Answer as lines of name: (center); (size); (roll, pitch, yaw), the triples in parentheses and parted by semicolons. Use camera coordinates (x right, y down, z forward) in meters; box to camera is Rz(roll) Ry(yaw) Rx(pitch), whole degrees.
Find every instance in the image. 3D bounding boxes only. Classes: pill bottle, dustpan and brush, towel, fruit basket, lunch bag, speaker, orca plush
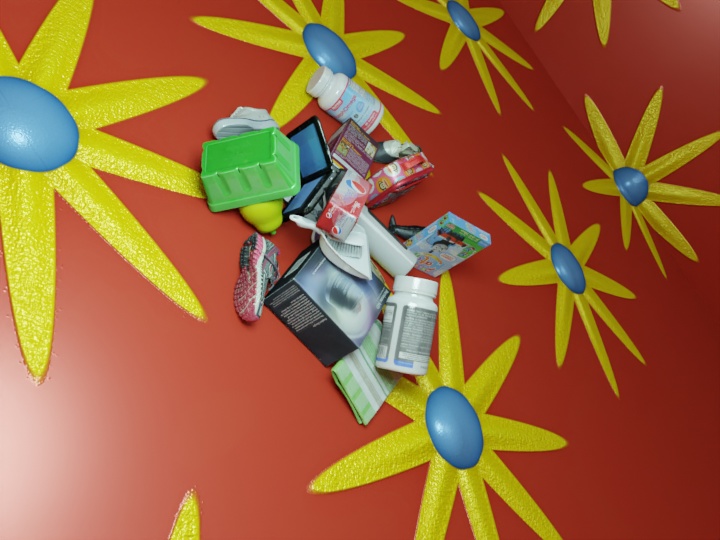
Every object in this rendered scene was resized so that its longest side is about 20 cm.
pill bottle: (0.103, 0.117, 1.424); (0.114, 0.114, 0.201); (15, 83, -38)
dustpan and brush: (-0.059, -0.068, 1.358); (0.199, 0.057, 0.140); (14, 45, -21)
towel: (0.017, 0.216, 1.440); (0.200, 0.031, 0.150); (-44, 110, -48)
fruit basket: (-0.218, -0.180, 1.390); (0.215, 0.215, 0.156); (19, 53, -36)
lunch bag: (0.098, -0.243, 1.729); (0.200, 0.176, 0.082); (-30, 87, -50)
speaker: (0.046, -0.070, 1.638); (0.200, 0.081, 0.081); (44, 41, -14)
orca plush: (0.173, -0.110, 1.781); (0.199, 0.071, 0.105); (24, 27, -13)
pill bottle: (-0.042, -0.456, 1.784); (0.200, 0.109, 0.109); (30, 46, -27)

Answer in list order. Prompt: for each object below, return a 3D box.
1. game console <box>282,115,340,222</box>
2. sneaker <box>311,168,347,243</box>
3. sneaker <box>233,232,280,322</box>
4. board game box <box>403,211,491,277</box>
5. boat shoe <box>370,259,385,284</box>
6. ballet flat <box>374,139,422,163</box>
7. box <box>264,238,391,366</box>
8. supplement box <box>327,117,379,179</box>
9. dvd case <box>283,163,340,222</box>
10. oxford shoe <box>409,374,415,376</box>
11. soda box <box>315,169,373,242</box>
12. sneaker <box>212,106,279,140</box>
game console: (-0.136, -0.208, 1.415); (0.116, 0.200, 0.176); (40, 73, -18)
sneaker: (-0.045, -0.143, 1.510); (0.076, 0.087, 0.201); (20, 73, -24)
sneaker: (-0.199, 0.014, 1.334); (0.075, 0.081, 0.201); (29, 46, -31)
board game box: (0.208, -0.061, 1.700); (0.151, 0.200, 0.037); (23, 51, -33)
boat shoe: (0.000, 0.000, 1.536); (0.067, 0.074, 0.200); (-84, 150, -50)
ballet flat: (0.104, -0.341, 1.886); (0.200, 0.073, 0.073); (-1, 65, -45)
box: (-0.064, 0.055, 1.410); (0.198, 0.123, 0.200); (47, 41, -13)
supplement box: (-0.037, -0.279, 1.688); (0.110, 0.086, 0.200); (40, 43, -18)
dvd case: (-0.098, -0.188, 1.557); (0.200, 0.025, 0.151); (40, 75, -18)
oxford shoe: (0.115, 0.165, 1.540); (0.071, 0.073, 0.200); (-7, 51, -1)
soda box: (-0.031, -0.139, 1.388); (0.070, 0.063, 0.200); (31, 28, -6)
sneaker: (-0.270, -0.332, 1.511); (0.071, 0.073, 0.200); (53, 30, 11)
